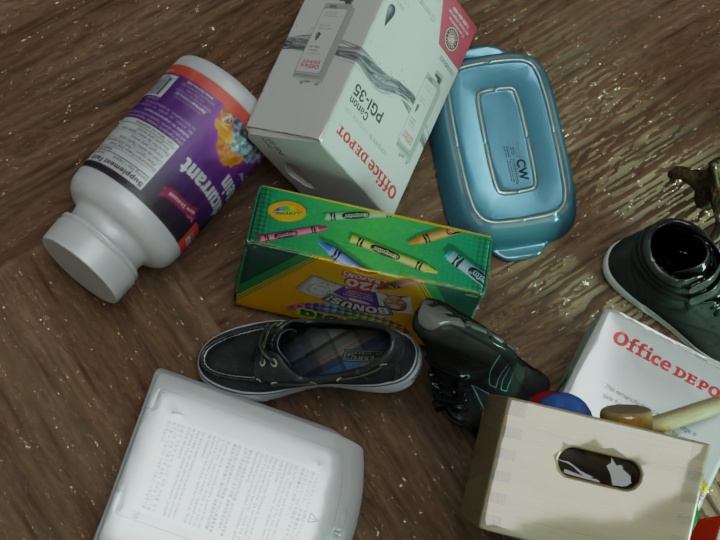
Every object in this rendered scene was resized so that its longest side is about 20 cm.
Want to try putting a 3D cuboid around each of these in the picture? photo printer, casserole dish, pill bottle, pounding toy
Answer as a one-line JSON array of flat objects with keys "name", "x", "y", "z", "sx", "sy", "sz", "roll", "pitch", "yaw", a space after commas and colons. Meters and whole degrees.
[{"name": "photo printer", "x": -0.101, "y": 0.188, "z": 1.694, "sx": 0.199, "sy": 0.069, "sz": 0.167, "roll": 19, "pitch": 73, "yaw": -2}, {"name": "casserole dish", "x": 0.125, "y": -0.109, "z": 1.819, "sx": 0.121, "sy": 0.039, "sz": 0.201, "roll": -9, "pitch": 77, "yaw": -9}, {"name": "pill bottle", "x": -0.172, "y": -0.073, "z": 1.733, "sx": 0.111, "sy": 0.111, "sz": 0.200, "roll": 39, "pitch": 74, "yaw": 4}, {"name": "pounding toy", "x": 0.194, "y": 0.148, "z": 1.609, "sx": 0.199, "sy": 0.184, "sz": 0.143, "roll": 13, "pitch": 87, "yaw": -2}]

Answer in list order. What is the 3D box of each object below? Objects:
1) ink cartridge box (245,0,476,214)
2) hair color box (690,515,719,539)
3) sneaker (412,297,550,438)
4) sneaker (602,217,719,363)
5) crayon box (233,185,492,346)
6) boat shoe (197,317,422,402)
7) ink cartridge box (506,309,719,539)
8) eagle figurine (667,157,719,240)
[{"name": "ink cartridge box", "x": 0.004, "y": -0.163, "z": 1.755, "sx": 0.083, "sy": 0.147, "sz": 0.201, "roll": 12, "pitch": 70, "yaw": 34}, {"name": "hair color box", "x": 0.318, "y": 0.296, "z": 1.664, "sx": 0.200, "sy": 0.064, "sz": 0.111, "roll": 38, "pitch": 56, "yaw": -27}, {"name": "sneaker", "x": 0.092, "y": 0.088, "z": 1.692, "sx": 0.075, "sy": 0.200, "sz": 0.079, "roll": 33, "pitch": 86, "yaw": 37}, {"name": "sneaker", "x": 0.307, "y": 0.026, "z": 1.773, "sx": 0.200, "sy": 0.099, "sz": 0.071, "roll": 31, "pitch": 72, "yaw": 1}, {"name": "crayon box", "x": 0.000, "y": 0.000, "z": 1.727, "sx": 0.199, "sy": 0.119, "sz": 0.058, "roll": 12, "pitch": 63, "yaw": -3}, {"name": "boat shoe", "x": -0.050, "y": 0.068, "z": 1.696, "sx": 0.199, "sy": 0.066, "sz": 0.070, "roll": 2, "pitch": 68, "yaw": 23}, {"name": "ink cartridge box", "x": 0.219, "y": 0.156, "z": 1.734, "sx": 0.144, "sy": 0.084, "sz": 0.200, "roll": 28, "pitch": 74, "yaw": 1}, {"name": "eagle figurine", "x": 0.384, "y": -0.102, "z": 1.779, "sx": 0.199, "sy": 0.151, "sz": 0.152, "roll": -15, "pitch": 43, "yaw": -9}]
